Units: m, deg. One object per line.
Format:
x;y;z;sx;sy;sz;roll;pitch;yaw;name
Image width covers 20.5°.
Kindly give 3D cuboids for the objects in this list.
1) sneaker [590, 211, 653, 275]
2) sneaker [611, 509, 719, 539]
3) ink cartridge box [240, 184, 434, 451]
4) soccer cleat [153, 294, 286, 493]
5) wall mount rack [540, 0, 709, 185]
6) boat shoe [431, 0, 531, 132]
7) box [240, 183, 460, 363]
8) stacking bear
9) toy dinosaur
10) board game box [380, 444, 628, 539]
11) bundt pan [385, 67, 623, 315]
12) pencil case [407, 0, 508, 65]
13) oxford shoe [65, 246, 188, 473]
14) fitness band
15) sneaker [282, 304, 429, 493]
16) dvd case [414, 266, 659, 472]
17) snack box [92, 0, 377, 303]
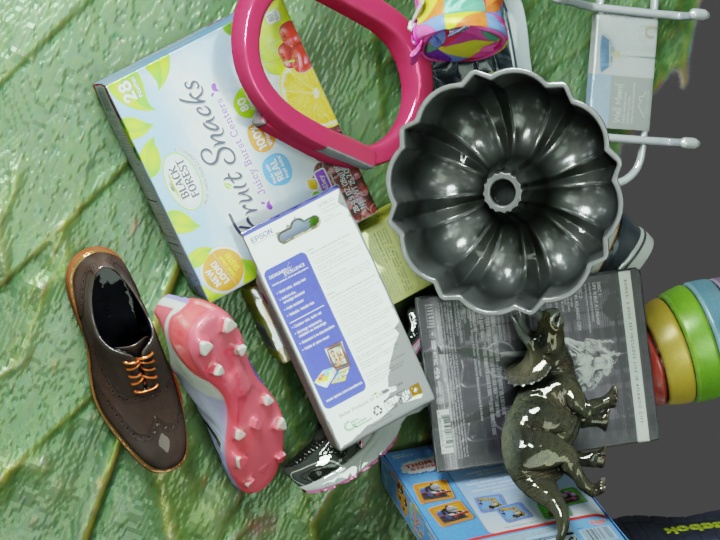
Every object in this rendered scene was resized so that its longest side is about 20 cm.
0.169;0.025;1.749;0.079;0.078;0.201;40;80;-18;sneaker
0.285;0.271;1.815;0.198;0.074;0.083;-1;113;-9;sneaker
-0.021;0.039;1.646;0.094;0.037;0.202;-27;102;-14;ink cartridge box
-0.117;0.102;1.671;0.067;0.076;0.201;-40;133;-24;soccer cleat
0.220;-0.173;1.733;0.172;0.074;0.202;1;95;-26;wall mount rack
0.104;-0.136;1.717;0.090;0.071;0.203;-11;93;-14;boat shoe
0.000;0.000;1.707;0.199;0.050;0.076;-29;104;-12;box
0.279;0.076;1.776;0.198;0.121;0.115;-19;99;-6;stacking bear
0.157;0.136;1.651;0.101;0.077;0.202;10;77;2;toy dinosaur
0.119;0.204;1.690;0.150;0.200;0.037;-9;118;-15;board game box
0.125;-0.066;1.641;0.200;0.076;0.204;1;95;17;bundt pan
0.074;-0.272;1.651;0.087;0.088;0.202;1;75;-17;pencil case
-0.192;0.081;1.646;0.071;0.072;0.202;-25;103;-13;oxford shoe
-0.023;-0.165;1.627;0.199;0.037;0.145;25;70;-34;fitness band
0.002;0.107;1.715;0.200;0.080;0.087;-41;100;-20;sneaker
0.152;0.084;1.701;0.198;0.016;0.151;-8;92;-8;dvd case
-0.103;-0.101;1.654;0.168;0.068;0.202;-28;103;-13;snack box
